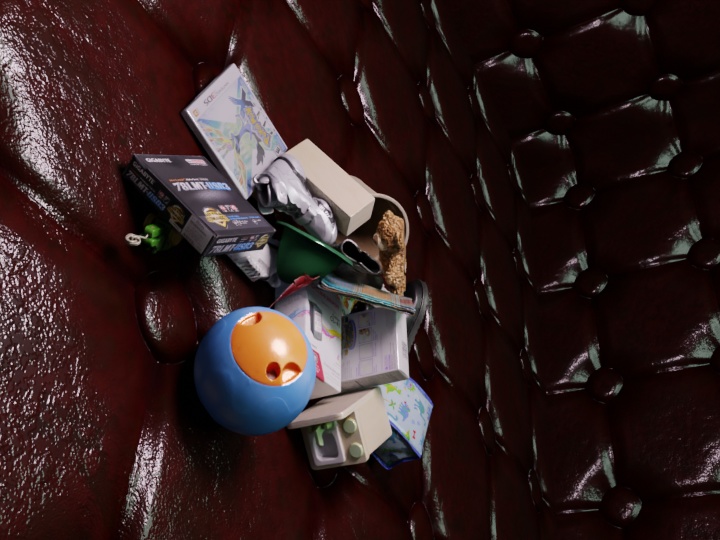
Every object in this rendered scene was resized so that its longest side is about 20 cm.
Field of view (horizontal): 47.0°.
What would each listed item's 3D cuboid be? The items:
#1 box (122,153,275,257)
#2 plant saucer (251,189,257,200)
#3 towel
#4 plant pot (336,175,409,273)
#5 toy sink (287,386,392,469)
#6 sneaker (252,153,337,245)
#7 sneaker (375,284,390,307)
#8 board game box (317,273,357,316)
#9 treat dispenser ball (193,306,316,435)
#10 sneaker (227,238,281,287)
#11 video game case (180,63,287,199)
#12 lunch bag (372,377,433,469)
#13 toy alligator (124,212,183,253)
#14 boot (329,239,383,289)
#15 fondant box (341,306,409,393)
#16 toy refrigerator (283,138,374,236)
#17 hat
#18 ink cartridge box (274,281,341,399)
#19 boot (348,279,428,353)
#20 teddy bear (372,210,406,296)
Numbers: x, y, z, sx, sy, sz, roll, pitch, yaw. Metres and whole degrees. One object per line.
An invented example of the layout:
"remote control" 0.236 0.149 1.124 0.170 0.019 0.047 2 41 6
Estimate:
"box" -0.260 -0.111 1.362 0.199 0.050 0.199 46 20 13
"plant saucer" -0.201 -0.239 1.699 0.200 0.035 0.204 45 38 -50
"towel" 0.012 0.043 1.639 0.147 0.195 0.022 -87 -166 -82
"plant pot" -0.016 -0.115 1.834 0.202 0.199 0.184 55 1 -37
"toy sink" -0.038 0.316 1.626 0.199 0.128 0.115 -17 92 -67
"sneaker" -0.131 -0.121 1.608 0.115 0.074 0.202 -38 98 -47
"sneaker" 0.054 0.048 1.930 0.076 0.112 0.205 -97 -175 -67
"board game box" -0.065 0.039 1.839 0.201 0.034 0.128 51 32 -43
"treat dispenser ball" -0.169 0.162 1.336 0.201 0.197 0.205 43 39 -49
"sneaker" -0.199 -0.025 1.540 0.199 0.075 0.083 23 64 -60
"video game case" -0.236 -0.266 1.588 0.202 0.022 0.184 57 41 -25
"lunch bag" 0.056 0.307 1.840 0.201 0.126 0.171 53 31 -22
"toy alligator" -0.319 -0.053 1.313 0.055 0.058 0.200 -69 170 24
"boot" 0.000 0.000 1.706 0.199 0.129 0.069 34 74 -34
"fondant box" -0.001 0.165 1.706 0.058 0.196 0.147 44 38 -53
"toy refrigerator" -0.069 -0.167 1.674 0.199 0.071 0.076 42 58 18
"hat" -0.128 0.022 1.549 0.199 0.164 0.179 32 83 -49
"ink cartridge box" -0.104 0.132 1.640 0.147 0.084 0.204 42 41 -50
"boot" 0.057 0.093 1.839 0.156 0.079 0.215 28 70 -23
"teddy bear" 0.062 -0.029 1.716 0.201 0.065 0.149 74 15 -68
